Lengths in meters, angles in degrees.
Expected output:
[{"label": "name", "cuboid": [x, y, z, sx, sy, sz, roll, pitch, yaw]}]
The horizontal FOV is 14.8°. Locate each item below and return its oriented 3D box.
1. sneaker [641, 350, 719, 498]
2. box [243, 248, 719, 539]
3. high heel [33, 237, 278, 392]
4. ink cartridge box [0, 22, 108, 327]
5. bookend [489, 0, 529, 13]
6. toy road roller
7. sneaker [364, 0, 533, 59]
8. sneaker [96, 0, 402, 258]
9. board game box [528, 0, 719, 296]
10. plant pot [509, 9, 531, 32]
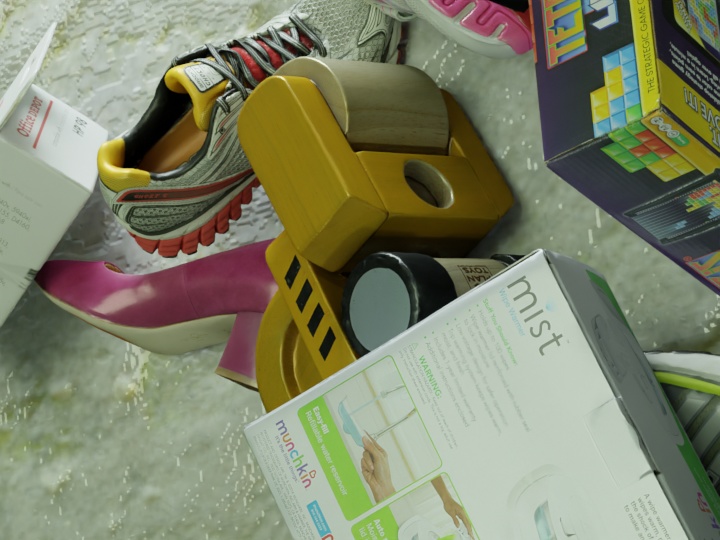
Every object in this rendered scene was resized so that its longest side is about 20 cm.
[{"label": "sneaker", "cuboid": [0.171, 0.080, 1.341, 0.200, 0.074, 0.081, -2, 84, 38]}, {"label": "box", "cuboid": [0.071, 0.121, 1.292, 0.176, 0.097, 0.200, -32, 70, 16]}, {"label": "high heel", "cuboid": [-0.098, 0.001, 1.557, 0.200, 0.067, 0.096, 18, 83, 41]}, {"label": "ink cartridge box", "cuboid": [-0.208, -0.034, 1.603, 0.200, 0.067, 0.116, -54, 12, 17]}, {"label": "bookend", "cuboid": [0.070, -0.221, 1.156, 0.092, 0.199, 0.200, 42, 101, 15]}, {"label": "toy road roller", "cuboid": [0.000, 0.000, 1.451, 0.146, 0.123, 0.200, -45, 60, 35]}, {"label": "sneaker", "cuboid": [0.036, -0.171, 1.459, 0.081, 0.088, 0.200, -30, 54, -13]}, {"label": "sneaker", "cuboid": [-0.059, -0.093, 1.512, 0.200, 0.082, 0.078, -44, 54, -2]}, {"label": "board game box", "cuboid": [0.142, -0.077, 1.101, 0.057, 0.200, 0.166, -23, 52, 31]}, {"label": "plant pot", "cuboid": [0.143, -0.224, 1.336, 0.182, 0.200, 0.201, -22, 70, 25]}]
